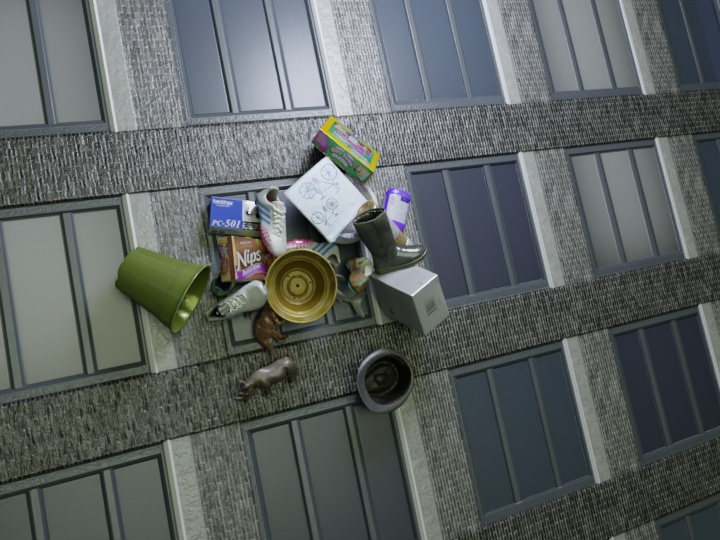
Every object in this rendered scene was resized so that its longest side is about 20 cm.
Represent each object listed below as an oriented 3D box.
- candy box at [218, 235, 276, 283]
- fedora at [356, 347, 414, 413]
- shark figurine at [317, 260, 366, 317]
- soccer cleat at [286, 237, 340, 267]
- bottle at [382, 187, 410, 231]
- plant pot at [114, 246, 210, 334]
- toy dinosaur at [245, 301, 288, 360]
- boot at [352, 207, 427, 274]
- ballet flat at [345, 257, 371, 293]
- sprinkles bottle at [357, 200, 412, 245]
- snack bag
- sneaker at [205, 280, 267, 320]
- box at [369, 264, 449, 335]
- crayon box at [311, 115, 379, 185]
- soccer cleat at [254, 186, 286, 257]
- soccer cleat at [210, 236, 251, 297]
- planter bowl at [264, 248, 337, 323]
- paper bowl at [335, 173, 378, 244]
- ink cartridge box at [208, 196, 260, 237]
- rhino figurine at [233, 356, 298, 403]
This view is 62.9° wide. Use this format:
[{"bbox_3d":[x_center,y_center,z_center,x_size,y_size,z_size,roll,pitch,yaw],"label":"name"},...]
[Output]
[{"bbox_3d":[-0.300,-0.026,1.618,0.199,0.056,0.118,7,76,-61],"label":"candy box"},{"bbox_3d":[0.060,0.323,1.729,0.199,0.090,0.178,-32,94,-28],"label":"fedora"},{"bbox_3d":[-0.085,0.066,1.724,0.215,0.127,0.090,47,43,-35],"label":"shark figurine"},{"bbox_3d":[-0.142,-0.044,1.708,0.199,0.070,0.087,-4,64,-35],"label":"soccer cleat"},{"bbox_3d":[0.100,-0.153,1.840,0.083,0.065,0.202,16,76,-16],"label":"bottle"},{"bbox_3d":[-0.522,0.034,1.531,0.189,0.200,0.201,26,73,0],"label":"plant pot"},{"bbox_3d":[-0.269,0.145,1.649,0.134,0.086,0.202,5,92,-11],"label":"toy dinosaur"},{"bbox_3d":[0.086,-0.094,1.663,0.180,0.073,0.201,-22,122,-3],"label":"boot"},{"bbox_3d":[0.000,0.000,1.708,0.072,0.200,0.068,-38,107,12],"label":"ballet flat"},{"bbox_3d":[0.073,-0.119,1.719,0.200,0.068,0.069,44,67,-37],"label":"sprinkles bottle"},{"bbox_3d":[-0.091,-0.204,1.688,0.200,0.021,0.189,46,66,-4],"label":"snack bag"},{"bbox_3d":[-0.329,0.091,1.572,0.075,0.199,0.087,60,27,1],"label":"sneaker"},{"bbox_3d":[0.141,0.071,1.720,0.106,0.199,0.153,-36,126,-21],"label":"box"},{"bbox_3d":[-0.041,-0.365,1.776,0.199,0.058,0.173,37,27,-11],"label":"crayon box"},{"bbox_3d":[-0.238,-0.138,1.622,0.070,0.086,0.202,3,63,-48],"label":"soccer cleat"},{"bbox_3d":[-0.347,-0.013,1.639,0.064,0.084,0.201,33,66,-10],"label":"soccer cleat"},{"bbox_3d":[-0.169,0.043,1.632,0.198,0.083,0.203,0,89,-15],"label":"planter bowl"},{"bbox_3d":[-0.054,-0.178,1.763,0.199,0.104,0.203,5,76,-19],"label":"paper bowl"},{"bbox_3d":[-0.331,-0.149,1.685,0.198,0.044,0.095,5,68,-19],"label":"ink cartridge box"},{"bbox_3d":[-0.259,0.301,1.615,0.199,0.060,0.088,-25,126,-24],"label":"rhino figurine"}]
